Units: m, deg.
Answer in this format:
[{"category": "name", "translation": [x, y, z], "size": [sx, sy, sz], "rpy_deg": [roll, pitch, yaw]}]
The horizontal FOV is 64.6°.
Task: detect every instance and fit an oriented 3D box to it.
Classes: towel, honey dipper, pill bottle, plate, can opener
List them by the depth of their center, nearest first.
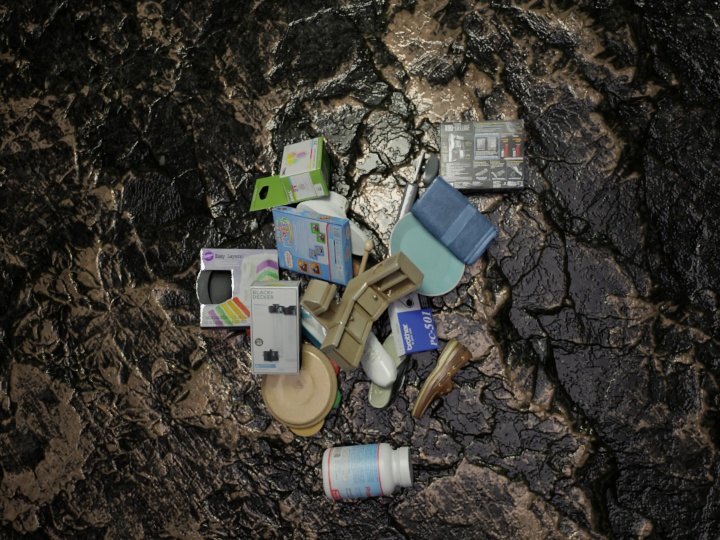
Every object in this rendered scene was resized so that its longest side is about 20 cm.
[{"category": "pill bottle", "translation": [0.018, 0.452, 1.287], "size": [0.194, 0.109, 0.112], "rpy_deg": [-8, 84, 10]}, {"category": "honey dipper", "translation": [0.001, 0.014, 1.301], "size": [0.037, 0.038, 0.203], "rpy_deg": [26, 131, 11]}, {"category": "towel", "translation": [0.214, -0.113, 1.303], "size": [0.199, 0.049, 0.112], "rpy_deg": [41, 98, -8]}, {"category": "plate", "translation": [0.152, -0.040, 1.316], "size": [0.194, 0.026, 0.206], "rpy_deg": [5, 75, -18]}, {"category": "can opener", "translation": [0.130, -0.185, 1.349], "size": [0.065, 0.053, 0.205], "rpy_deg": [20, 89, 9]}]

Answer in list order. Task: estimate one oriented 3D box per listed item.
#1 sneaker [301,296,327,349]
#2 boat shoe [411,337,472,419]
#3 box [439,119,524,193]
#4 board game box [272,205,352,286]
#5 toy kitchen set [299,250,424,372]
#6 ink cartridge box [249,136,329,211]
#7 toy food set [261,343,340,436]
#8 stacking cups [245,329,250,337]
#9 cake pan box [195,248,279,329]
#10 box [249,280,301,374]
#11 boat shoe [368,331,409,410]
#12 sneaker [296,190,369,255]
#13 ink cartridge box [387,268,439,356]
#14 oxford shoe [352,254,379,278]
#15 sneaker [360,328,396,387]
[{"category": "sneaker", "translation": [-0.118, 0.106, 1.364], "size": [0.080, 0.077, 0.200], "rpy_deg": [-40, 74, -20]}, {"category": "boat shoe", "translation": [0.184, 0.255, 1.293], "size": [0.067, 0.072, 0.203], "rpy_deg": [31, 88, 13]}, {"category": "box", "translation": [0.282, -0.264, 1.331], "size": [0.194, 0.050, 0.163], "rpy_deg": [-1, 85, 9]}, {"category": "board game box", "translation": [-0.111, -0.060, 1.323], "size": [0.195, 0.037, 0.155], "rpy_deg": [14, 123, 27]}, {"category": "toy kitchen set", "translation": [-0.003, 0.058, 1.170], "size": [0.163, 0.203, 0.179], "rpy_deg": [43, 134, -20]}, {"category": "ink cartridge box", "translation": [-0.175, -0.229, 1.356], "size": [0.194, 0.077, 0.150], "rpy_deg": [-11, 40, 8]}, {"category": "toy food set", "translation": [-0.141, 0.275, 1.360], "size": [0.198, 0.049, 0.200], "rpy_deg": [35, 91, 11]}, {"category": "stacking cups", "translation": [-0.284, 0.090, 1.394], "size": [0.060, 0.060, 0.203], "rpy_deg": [-32, 81, 5]}, {"category": "cake pan box", "translation": [-0.291, 0.044, 1.353], "size": [0.194, 0.052, 0.190], "rpy_deg": [2, 74, -17]}, {"category": "box", "translation": [-0.192, 0.128, 1.291], "size": [0.113, 0.060, 0.206], "rpy_deg": [2, 101, 0]}, {"category": "boat shoe", "translation": [0.077, 0.224, 1.324], "size": [0.070, 0.068, 0.205], "rpy_deg": [12, 73, 34]}, {"category": "sneaker", "translation": [-0.041, -0.123, 1.339], "size": [0.198, 0.115, 0.075], "rpy_deg": [34, 133, 13]}, {"category": "ink cartridge box", "translation": [0.111, 0.087, 1.301], "size": [0.092, 0.044, 0.206], "rpy_deg": [-5, 75, -25]}, {"category": "oxford shoe", "translation": [0.000, 0.000, 1.361], "size": [0.199, 0.071, 0.072], "rpy_deg": [41, 122, 8]}, {"category": "sneaker", "translation": [0.013, 0.177, 1.294], "size": [0.070, 0.080, 0.202], "rpy_deg": [-37, 58, 5]}]
